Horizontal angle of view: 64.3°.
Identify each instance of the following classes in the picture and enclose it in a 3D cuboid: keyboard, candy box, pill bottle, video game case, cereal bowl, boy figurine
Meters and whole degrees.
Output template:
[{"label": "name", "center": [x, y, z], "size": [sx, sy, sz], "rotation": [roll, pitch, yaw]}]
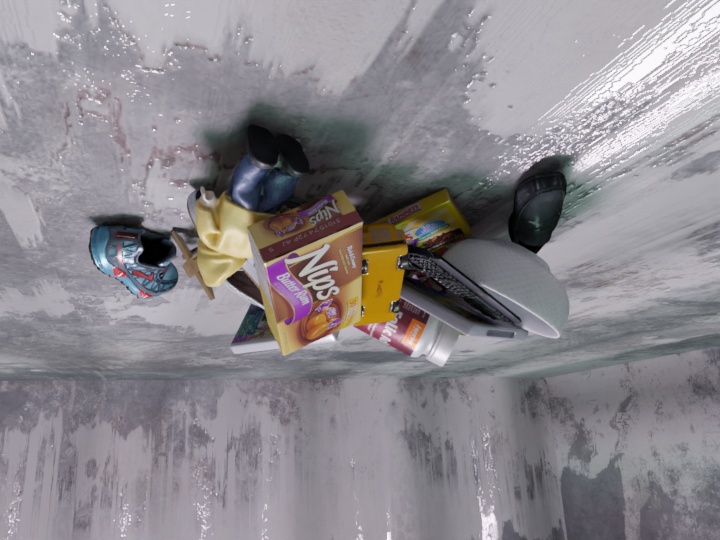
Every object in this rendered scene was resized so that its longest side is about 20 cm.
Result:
[{"label": "keyboard", "center": [0.126, 0.019, 0.792], "size": [0.199, 0.021, 0.127], "rotation": [35, 173, -32]}, {"label": "candy box", "center": [-0.058, 0.010, 0.671], "size": [0.115, 0.057, 0.201], "rotation": [-23, 149, -17]}, {"label": "pill bottle", "center": [0.077, 0.083, 1.026], "size": [0.197, 0.116, 0.114], "rotation": [26, 164, 5]}, {"label": "video game case", "center": [0.141, 0.056, 0.901], "size": [0.199, 0.022, 0.180], "rotation": [30, -168, 40]}, {"label": "cereal bowl", "center": [0.210, 0.013, 0.823], "size": [0.198, 0.084, 0.200], "rotation": [29, 176, 2]}, {"label": "boy figurine", "center": [-0.125, -0.057, 0.635], "size": [0.123, 0.065, 0.201], "rotation": [6, 138, -33]}, {"label": "candy box", "center": [0.050, -0.041, 0.812], "size": [0.197, 0.027, 0.102], "rotation": [-24, 145, 18]}, {"label": "video game case", "center": [-0.112, 0.062, 0.999], "size": [0.196, 0.184, 0.024], "rotation": [-9, 127, 22]}]

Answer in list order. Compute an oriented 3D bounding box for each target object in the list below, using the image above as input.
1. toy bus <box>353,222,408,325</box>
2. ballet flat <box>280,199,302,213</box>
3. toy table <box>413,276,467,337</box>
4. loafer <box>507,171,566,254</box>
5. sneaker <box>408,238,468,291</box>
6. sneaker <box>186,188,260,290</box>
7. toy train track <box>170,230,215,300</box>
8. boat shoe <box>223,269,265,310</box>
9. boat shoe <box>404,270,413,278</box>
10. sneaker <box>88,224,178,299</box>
[{"label": "toy bus", "center": [0.020, 0.004, 0.773], "size": [0.064, 0.079, 0.201], "rotation": [-6, 146, -6]}, {"label": "ballet flat", "center": [-0.079, -0.032, 0.835], "size": [0.066, 0.077, 0.200], "rotation": [-3, 163, 7]}, {"label": "toy table", "center": [0.155, 0.073, 1.152], "size": [0.180, 0.120, 0.200], "rotation": [1, 164, -11]}, {"label": "loafer", "center": [0.238, -0.070, 0.768], "size": [0.067, 0.072, 0.201], "rotation": [-7, 163, 5]}, {"label": "sneaker", "center": [0.109, -0.014, 0.906], "size": [0.197, 0.089, 0.073], "rotation": [7, 161, -29]}, {"label": "sneaker", "center": [-0.118, -0.046, 0.730], "size": [0.108, 0.071, 0.200], "rotation": [-29, 119, 25]}, {"label": "toy train track", "center": [-0.220, -0.020, 0.819], "size": [0.032, 0.116, 0.199], "rotation": [-33, -173, -27]}, {"label": "boat shoe", "center": [-0.116, 0.038, 0.860], "size": [0.200, 0.075, 0.065], "rotation": [28, -175, -15]}, {"label": "boat shoe", "center": [0.001, 0.001, 0.947], "size": [0.197, 0.072, 0.067], "rotation": [-14, 139, -20]}, {"label": "sneaker", "center": [-0.316, -0.009, 0.867], "size": [0.094, 0.081, 0.200], "rotation": [-7, 163, 8]}]
